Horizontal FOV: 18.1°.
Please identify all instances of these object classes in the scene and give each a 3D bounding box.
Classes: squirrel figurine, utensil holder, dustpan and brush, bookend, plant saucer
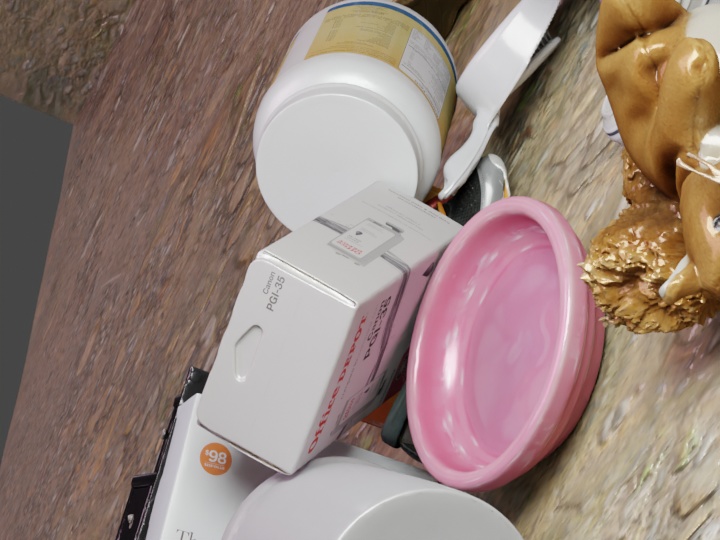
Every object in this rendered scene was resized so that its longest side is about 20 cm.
[{"bbox_3d":[0.201,-0.042,1.254,0.200,0.141,0.187,106,162,-48],"label":"squirrel figurine"},{"bbox_3d":[0.011,0.211,1.476,0.200,0.169,0.171,-5,66,71],"label":"utensil holder"},{"bbox_3d":[0.104,-0.137,1.727,0.200,0.057,0.140,-48,-4,-23],"label":"dustpan and brush"},{"bbox_3d":[-0.181,0.211,2.266,0.199,0.092,0.201,161,128,-71],"label":"bookend"},{"bbox_3d":[0.101,0.053,1.517,0.200,0.051,0.201,-39,43,49],"label":"plant saucer"}]

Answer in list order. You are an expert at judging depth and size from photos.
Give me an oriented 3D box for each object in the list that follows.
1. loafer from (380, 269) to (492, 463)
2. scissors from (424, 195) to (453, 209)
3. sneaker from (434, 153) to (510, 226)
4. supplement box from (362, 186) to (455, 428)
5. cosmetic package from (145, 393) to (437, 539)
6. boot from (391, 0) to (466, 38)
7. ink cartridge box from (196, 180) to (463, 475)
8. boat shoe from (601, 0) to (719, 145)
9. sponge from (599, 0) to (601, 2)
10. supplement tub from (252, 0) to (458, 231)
[{"bbox_3d":[0.086,0.053,1.637,0.201,0.063,0.072,-62,-14,17],"label":"loafer"},{"bbox_3d":[0.000,0.000,1.773,0.014,0.199,0.073,51,161,29],"label":"scissors"},{"bbox_3d":[0.055,-0.004,1.748,0.201,0.077,0.078,-63,15,19],"label":"sneaker"},{"bbox_3d":[0.020,0.024,1.855,0.069,0.066,0.201,-164,94,-78],"label":"supplement box"},{"bbox_3d":[-0.053,0.194,1.647,0.052,0.199,0.151,141,144,-60],"label":"cosmetic package"},{"bbox_3d":[0.061,-0.292,2.083,0.200,0.072,0.155,-47,28,44],"label":"boot"},{"bbox_3d":[-0.018,0.038,1.584,0.200,0.083,0.147,-34,-31,-61],"label":"ink cartridge box"},{"bbox_3d":[0.199,-0.173,1.477,0.072,0.065,0.200,-93,27,-54],"label":"boat shoe"},{"bbox_3d":[0.203,-0.244,1.617,0.200,0.030,0.112,-100,33,-62],"label":"sponge"},{"bbox_3d":[-0.004,-0.115,1.743,0.145,0.144,0.200,-62,4,27],"label":"supplement tub"}]
